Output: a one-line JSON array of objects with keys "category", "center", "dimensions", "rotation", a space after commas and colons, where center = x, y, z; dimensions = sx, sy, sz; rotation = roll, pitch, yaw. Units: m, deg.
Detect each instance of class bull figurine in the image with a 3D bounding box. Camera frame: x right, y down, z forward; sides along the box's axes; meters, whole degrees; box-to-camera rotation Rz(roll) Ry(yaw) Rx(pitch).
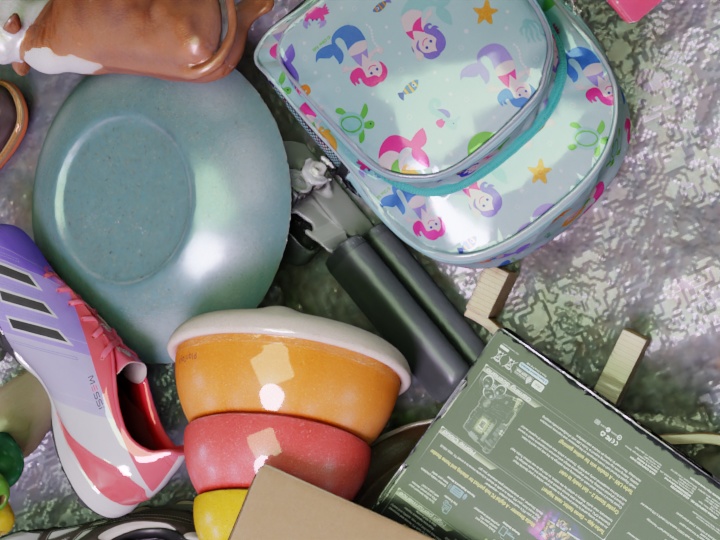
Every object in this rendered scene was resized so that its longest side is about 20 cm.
[{"category": "bull figurine", "center": [-0.140, -0.163, 1.261], "dimensions": [0.200, 0.065, 0.121], "rotation": [15, 65, 34]}]

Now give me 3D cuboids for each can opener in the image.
[{"category": "can opener", "center": [0.000, 0.000, 1.266], "dimensions": [0.200, 0.053, 0.066], "rotation": [47, 130, 13]}]

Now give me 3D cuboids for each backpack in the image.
[{"category": "backpack", "center": [0.057, -0.104, 1.205], "dimensions": [0.178, 0.151, 0.200], "rotation": [-38, 83, 6]}]

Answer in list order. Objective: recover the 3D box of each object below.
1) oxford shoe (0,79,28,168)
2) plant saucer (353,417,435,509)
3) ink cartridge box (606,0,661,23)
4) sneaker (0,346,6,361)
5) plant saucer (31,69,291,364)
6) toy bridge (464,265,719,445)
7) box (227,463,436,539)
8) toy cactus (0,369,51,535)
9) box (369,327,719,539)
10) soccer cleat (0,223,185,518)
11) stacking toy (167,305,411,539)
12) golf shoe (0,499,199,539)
[{"category": "oxford shoe", "center": [-0.306, -0.064, 1.328], "dimensions": [0.200, 0.073, 0.071], "rotation": [-29, 80, 11]}, {"category": "plant saucer", "center": [0.062, 0.188, 1.244], "dimensions": [0.200, 0.034, 0.200], "rotation": [-1, 86, 14]}, {"category": "ink cartridge box", "center": [0.105, -0.255, 1.145], "dimensions": [0.084, 0.200, 0.145], "rotation": [-39, 40, 9]}, {"category": "sneaker", "center": [-0.310, -0.009, 1.290], "dimensions": [0.105, 0.075, 0.200], "rotation": [-15, 122, 15]}, {"category": "plant saucer", "center": [-0.136, -0.042, 1.275], "dimensions": [0.201, 0.039, 0.201], "rotation": [-1, 88, 30]}, {"category": "toy bridge", "center": [0.152, 0.067, 1.229], "dimensions": [0.200, 0.027, 0.067], "rotation": [27, 95, 14]}, {"category": "box", "center": [0.005, 0.220, 1.123], "dimensions": [0.200, 0.021, 0.164], "rotation": [24, 73, -6]}, {"category": "toy cactus", "center": [-0.250, 0.116, 1.282], "dimensions": [0.102, 0.200, 0.165], "rotation": [45, 62, -5]}, {"category": "box", "center": [0.117, 0.153, 1.188], "dimensions": [0.200, 0.044, 0.160], "rotation": [35, 94, 8]}, {"category": "soccer cleat", "center": [-0.170, 0.049, 1.256], "dimensions": [0.073, 0.068, 0.200], "rotation": [-35, 75, 28]}, {"category": "stacking toy", "center": [-0.053, 0.132, 1.196], "dimensions": [0.146, 0.146, 0.200], "rotation": [4, 72, 14]}, {"category": "golf shoe", "center": [-0.177, 0.188, 1.250], "dimensions": [0.200, 0.094, 0.078], "rotation": [-21, 89, -5]}]
